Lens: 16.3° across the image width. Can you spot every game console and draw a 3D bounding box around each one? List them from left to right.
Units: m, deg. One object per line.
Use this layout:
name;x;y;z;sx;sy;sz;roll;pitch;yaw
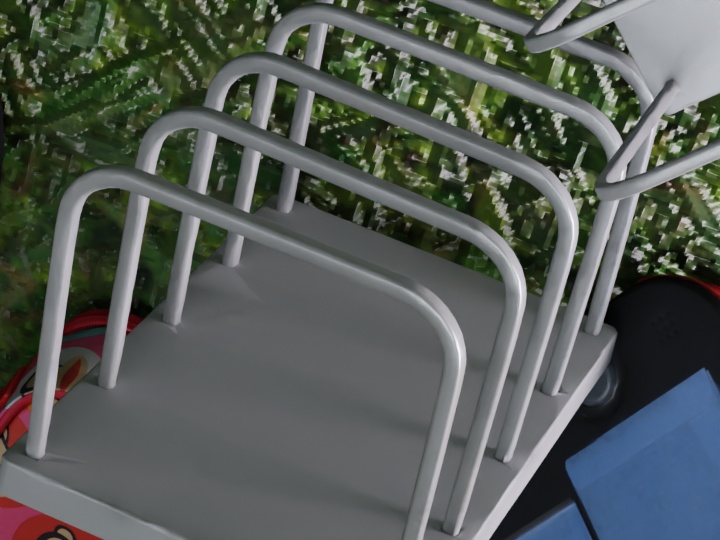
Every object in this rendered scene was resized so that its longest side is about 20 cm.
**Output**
game console;0.103;0.120;0.913;0.177;0.031;0.201;-35;69;31

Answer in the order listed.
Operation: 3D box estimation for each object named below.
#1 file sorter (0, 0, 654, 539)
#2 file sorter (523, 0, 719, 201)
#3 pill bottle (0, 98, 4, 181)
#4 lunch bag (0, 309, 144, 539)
file sorter;0.000;0.000;0.808;0.138;0.200;0.125;22;123;14
file sorter;0.091;-0.144;0.727;0.138;0.125;0.201;-24;101;27
pill bottle;-0.240;-0.050;0.914;0.199;0.112;0.112;-4;122;18
lunch bag;-0.110;0.116;1.006;0.176;0.082;0.200;34;126;-7
